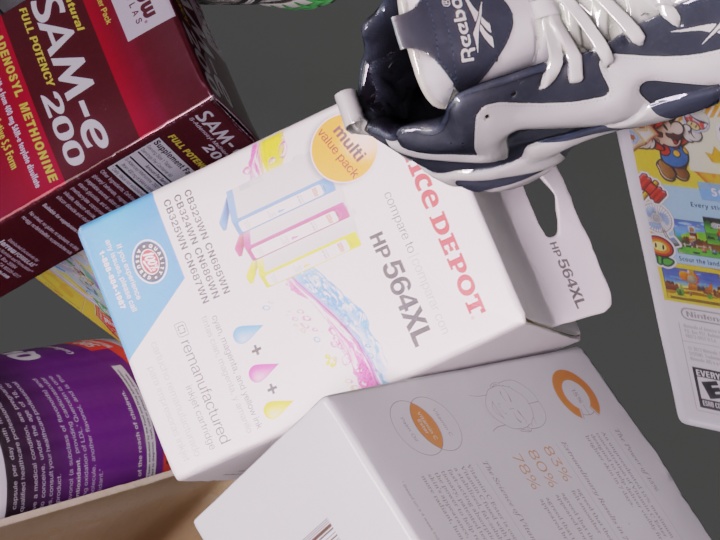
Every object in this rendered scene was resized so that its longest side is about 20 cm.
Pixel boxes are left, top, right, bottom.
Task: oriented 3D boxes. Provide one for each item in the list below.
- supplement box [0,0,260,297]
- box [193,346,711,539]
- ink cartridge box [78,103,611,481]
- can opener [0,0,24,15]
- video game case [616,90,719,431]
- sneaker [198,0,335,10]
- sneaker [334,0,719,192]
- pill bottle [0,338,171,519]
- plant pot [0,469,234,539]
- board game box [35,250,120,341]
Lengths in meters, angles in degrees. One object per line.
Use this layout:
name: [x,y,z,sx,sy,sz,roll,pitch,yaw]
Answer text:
supplement box: [-0.160,-0.062,1.074,0.200,0.061,0.109,-30,61,9]
box: [0.047,0.119,0.978,0.097,0.200,0.124,-45,68,32]
ink cartridge box: [0.000,0.000,1.023,0.200,0.125,0.129,-26,79,13]
can opener: [-0.166,-0.099,1.208,0.066,0.053,0.200,-38,73,-4]
video game case: [0.205,0.004,0.907,0.200,0.023,0.182,10,130,37]
sneaker: [-0.078,-0.164,1.120,0.200,0.085,0.078,-8,89,37]
sneaker: [0.074,-0.096,0.853,0.199,0.130,0.080,-23,75,33]
pill bottle: [-0.189,0.099,1.158,0.112,0.200,0.112,4,97,37]
plant pot: [-0.122,0.234,1.137,0.177,0.200,0.200,-43,68,44]
board game box: [-0.171,-0.033,1.182,0.200,0.134,0.034,34,71,31]
